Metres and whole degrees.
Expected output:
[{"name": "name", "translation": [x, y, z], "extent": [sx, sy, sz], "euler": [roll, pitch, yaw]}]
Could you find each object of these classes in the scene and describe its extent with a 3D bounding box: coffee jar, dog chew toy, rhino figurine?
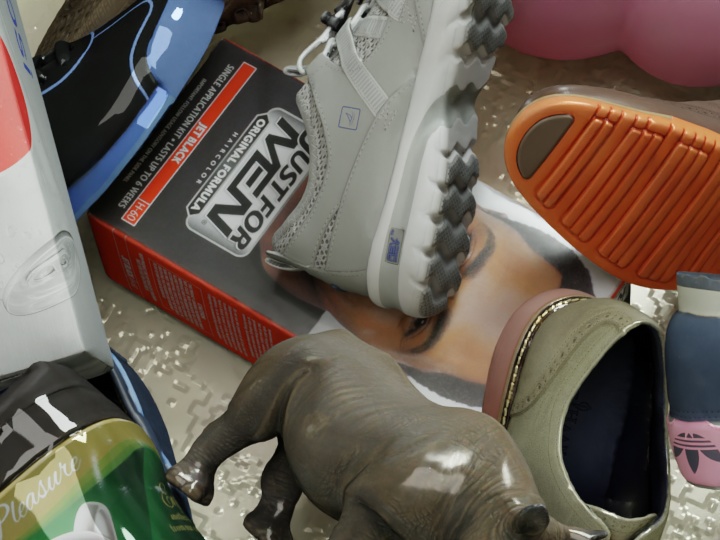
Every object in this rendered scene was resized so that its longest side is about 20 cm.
[{"name": "coffee jar", "translation": [-0.081, 0.132, 1.002], "extent": [0.104, 0.085, 0.200], "euler": [-41, 74, 2]}, {"name": "dog chew toy", "translation": [0.133, -0.133, 1.177], "extent": [0.199, 0.125, 0.125], "euler": [19, 65, 6]}, {"name": "rhino figurine", "translation": [0.017, 0.085, 1.027], "extent": [0.200, 0.060, 0.088], "euler": [31, 88, 44]}]

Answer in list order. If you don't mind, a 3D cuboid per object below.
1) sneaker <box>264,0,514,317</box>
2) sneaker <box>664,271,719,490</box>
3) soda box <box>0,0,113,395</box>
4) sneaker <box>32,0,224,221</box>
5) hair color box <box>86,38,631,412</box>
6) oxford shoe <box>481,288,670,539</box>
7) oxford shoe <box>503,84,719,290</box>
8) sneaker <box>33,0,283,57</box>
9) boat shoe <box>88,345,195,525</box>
[{"name": "sneaker", "translation": [0.008, -0.086, 1.094], "extent": [0.082, 0.075, 0.201], "euler": [8, 81, 17]}, {"name": "sneaker", "translation": [0.185, 0.052, 1.067], "extent": [0.070, 0.199, 0.082], "euler": [6, 86, 53]}, {"name": "soda box", "translation": [-0.152, -0.051, 1.080], "extent": [0.063, 0.068, 0.201], "euler": [-16, 81, 3]}, {"name": "sneaker", "translation": [-0.141, -0.050, 1.141], "extent": [0.078, 0.070, 0.200], "euler": [40, 93, -12]}, {"name": "hair color box", "translation": [0.000, 0.000, 1.147], "extent": [0.200, 0.061, 0.102], "euler": [29, 69, 17]}, {"name": "oxford shoe", "translation": [0.074, 0.107, 1.045], "extent": [0.070, 0.074, 0.201], "euler": [4, 90, -22]}, {"name": "oxford shoe", "translation": [0.134, -0.036, 1.116], "extent": [0.199, 0.071, 0.073], "euler": [20, 35, -31]}, {"name": "sneaker", "translation": [-0.060, -0.125, 1.190], "extent": [0.200, 0.075, 0.071], "euler": [-48, 19, 19]}, {"name": "boat shoe", "translation": [-0.096, 0.118, 1.089], "extent": [0.084, 0.069, 0.201], "euler": [-21, 63, -6]}]
